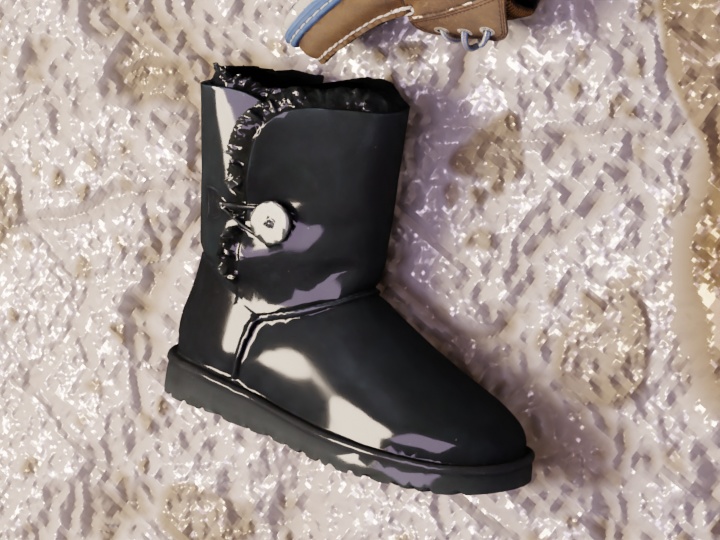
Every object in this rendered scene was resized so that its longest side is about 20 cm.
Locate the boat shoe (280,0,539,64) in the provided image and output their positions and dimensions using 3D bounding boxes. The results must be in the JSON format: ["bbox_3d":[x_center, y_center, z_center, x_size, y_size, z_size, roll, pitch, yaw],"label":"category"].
[{"bbox_3d":[0.048,-0.137,1.087,0.200,0.072,0.072,-32,100,38],"label":"boat shoe"}]

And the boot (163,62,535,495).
[{"bbox_3d":[0.000,0.000,1.124,0.200,0.076,0.168,19,108,30],"label":"boot"}]
